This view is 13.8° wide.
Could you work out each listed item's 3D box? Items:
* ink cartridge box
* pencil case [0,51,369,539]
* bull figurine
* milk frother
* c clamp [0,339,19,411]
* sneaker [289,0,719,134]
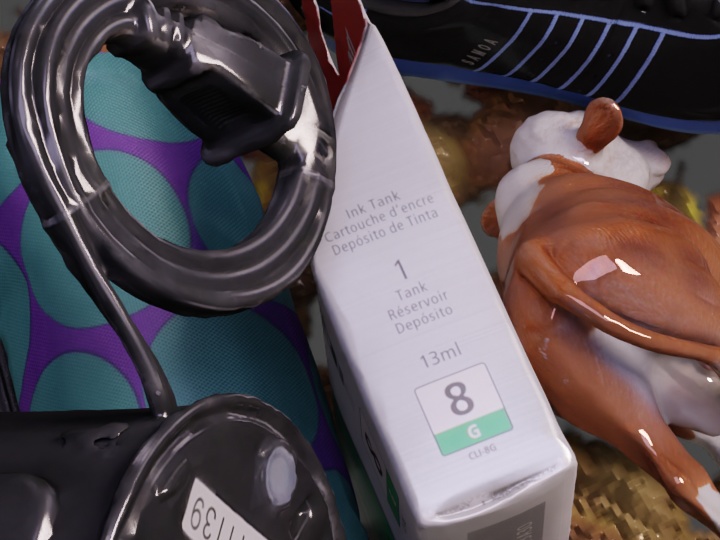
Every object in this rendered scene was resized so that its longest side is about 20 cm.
[{"bbox_3d":[0.000,0.000,0.818,0.050,0.161,0.200,-23,69,-7],"label":"ink cartridge box"},{"bbox_3d":[-0.055,0.042,0.823,0.085,0.092,0.200,4,56,-39],"label":"pencil case"},{"bbox_3d":[0.082,0.013,0.837,0.121,0.200,0.065,41,104,-2],"label":"bull figurine"},{"bbox_3d":[-0.105,0.036,0.721,0.188,0.181,0.200,0,46,28],"label":"milk frother"},{"bbox_3d":[-0.157,0.057,0.858,0.171,0.027,0.200,-17,66,-18],"label":"c clamp"},{"bbox_3d":[0.068,-0.087,0.885,0.200,0.078,0.070,3,76,16],"label":"sneaker"}]
